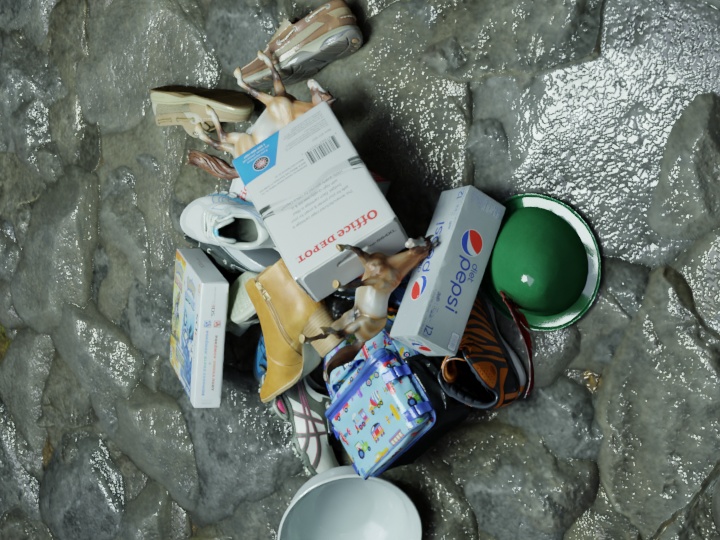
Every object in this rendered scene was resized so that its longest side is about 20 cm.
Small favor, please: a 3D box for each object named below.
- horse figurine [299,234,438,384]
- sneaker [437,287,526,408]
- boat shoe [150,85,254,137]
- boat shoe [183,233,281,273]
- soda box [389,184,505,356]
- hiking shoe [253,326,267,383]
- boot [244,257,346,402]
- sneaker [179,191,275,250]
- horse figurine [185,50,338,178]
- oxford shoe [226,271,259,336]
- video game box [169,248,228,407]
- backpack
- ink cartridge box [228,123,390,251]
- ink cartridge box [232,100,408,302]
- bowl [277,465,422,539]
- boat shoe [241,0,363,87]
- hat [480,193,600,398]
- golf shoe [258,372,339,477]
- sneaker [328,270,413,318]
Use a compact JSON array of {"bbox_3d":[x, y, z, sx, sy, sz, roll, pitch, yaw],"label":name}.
[{"bbox_3d":[0.002,0.039,1.361,0.050,0.131,0.202,40,120,38],"label":"horse figurine"},{"bbox_3d":[0.126,0.084,1.419,0.078,0.111,0.201,-45,72,31],"label":"sneaker"},{"bbox_3d":[-0.229,-0.229,1.644,0.198,0.071,0.066,15,113,40],"label":"boat shoe"},{"bbox_3d":[-0.188,-0.031,1.651,0.199,0.068,0.057,35,120,32],"label":"boat shoe"},{"bbox_3d":[0.107,0.001,1.378,0.068,0.063,0.203,-9,58,61],"label":"soda box"},{"bbox_3d":[-0.119,0.082,1.605,0.074,0.086,0.202,35,116,25],"label":"hiking shoe"},{"bbox_3d":[-0.110,0.077,1.496,0.145,0.071,0.201,52,133,6],"label":"boot"},{"bbox_3d":[-0.182,-0.064,1.523,0.198,0.086,0.076,4,103,36],"label":"sneaker"},{"bbox_3d":[-0.137,-0.191,1.482,0.132,0.050,0.200,43,93,7],"label":"horse figurine"},{"bbox_3d":[-0.161,0.051,1.609,0.200,0.057,0.076,-34,38,64],"label":"oxford shoe"},{"bbox_3d":[-0.239,0.080,1.651,0.200,0.046,0.185,-143,58,-66],"label":"video game box"},{"bbox_3d":[0.029,0.146,1.481,0.183,0.133,0.202,-45,66,37],"label":"backpack"},{"bbox_3d":[-0.076,-0.099,1.546,0.199,0.083,0.147,31,114,26],"label":"ink cartridge box"},{"bbox_3d":[-0.050,-0.085,1.403,0.145,0.084,0.202,-31,63,3],"label":"ink cartridge box"},{"bbox_3d":[-0.018,0.344,1.554,0.197,0.091,0.204,-3,114,-7],"label":"bowl"},{"bbox_3d":[-0.084,-0.306,1.529,0.198,0.075,0.073,-19,80,29],"label":"boat shoe"},{"bbox_3d":[0.182,0.008,1.326,0.199,0.175,0.168,32,114,26],"label":"hat"},{"bbox_3d":[-0.066,0.219,1.597,0.087,0.077,0.202,-29,100,0],"label":"golf shoe"},{"bbox_3d":[0.000,0.000,1.454,0.197,0.075,0.079,19,74,6],"label":"sneaker"}]
